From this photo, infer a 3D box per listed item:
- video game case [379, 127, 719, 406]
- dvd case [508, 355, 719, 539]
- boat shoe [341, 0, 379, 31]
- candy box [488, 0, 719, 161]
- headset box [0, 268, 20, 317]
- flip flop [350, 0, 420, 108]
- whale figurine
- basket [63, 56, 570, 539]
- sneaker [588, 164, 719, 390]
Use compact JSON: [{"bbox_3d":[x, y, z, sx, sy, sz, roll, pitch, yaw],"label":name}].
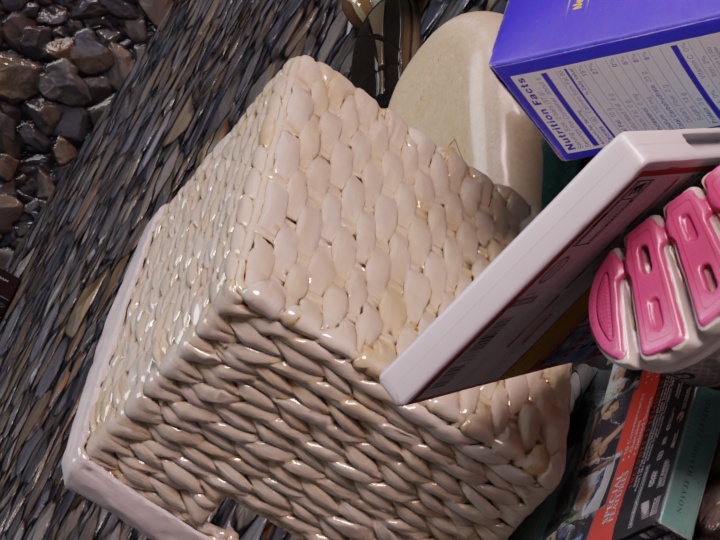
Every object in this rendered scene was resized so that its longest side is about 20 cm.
[{"bbox_3d":[0.103,-0.006,0.920,0.143,0.017,0.199,-46,-18,24],"label":"video game case"},{"bbox_3d":[0.111,0.083,1.041,0.200,0.022,0.147,-38,27,57],"label":"dvd case"},{"bbox_3d":[0.044,-0.293,1.932,0.076,0.071,0.202,-25,44,44],"label":"boat shoe"},{"bbox_3d":[0.172,-0.145,0.977,0.199,0.077,0.170,-9,47,34],"label":"candy box"},{"bbox_3d":[-0.626,0.087,3.553,0.201,0.075,0.149,-64,15,-8],"label":"headset box"},{"bbox_3d":[0.024,-0.098,1.602,0.081,0.057,0.202,-13,66,49],"label":"flip flop"},{"bbox_3d":[0.088,-0.052,1.275,0.159,0.103,0.201,-51,42,35],"label":"whale figurine"},{"bbox_3d":[-0.009,0.040,1.089,0.161,0.197,0.201,-48,19,35],"label":"basket"},{"bbox_3d":[0.184,-0.018,0.862,0.199,0.087,0.074,-37,55,14],"label":"sneaker"}]
